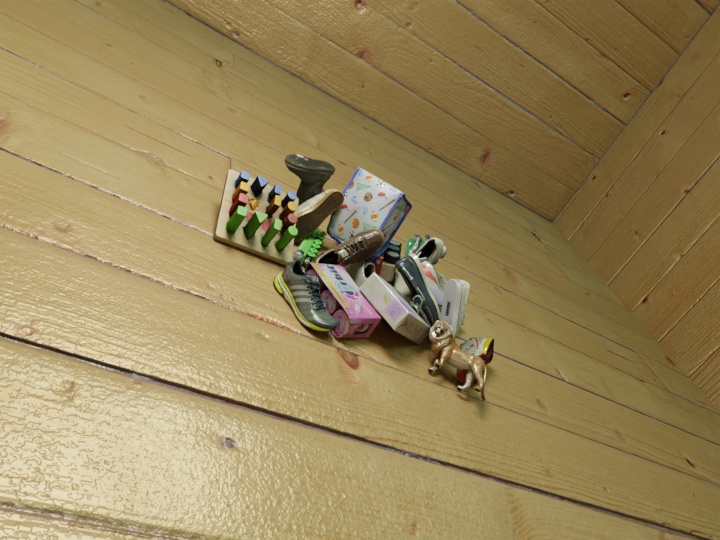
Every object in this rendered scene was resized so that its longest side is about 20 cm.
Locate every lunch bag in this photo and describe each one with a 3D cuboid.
[{"bbox_3d":[0.018,-0.145,1.573,0.168,0.202,0.124,31,-3,27],"label":"lunch bag"}]

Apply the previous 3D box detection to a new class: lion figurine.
[{"bbox_3d":[0.243,0.217,1.413,0.198,0.073,0.123,36,55,5],"label":"lion figurine"}]

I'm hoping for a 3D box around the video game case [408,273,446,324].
[{"bbox_3d":[0.218,0.105,1.611,0.199,0.018,0.145,-31,91,-53],"label":"video game case"}]

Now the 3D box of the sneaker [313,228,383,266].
[{"bbox_3d":[-0.029,-0.042,1.467,0.072,0.197,0.076,62,7,-6],"label":"sneaker"}]

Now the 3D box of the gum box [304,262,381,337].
[{"bbox_3d":[-0.048,0.074,1.367,0.112,0.067,0.201,6,37,-48],"label":"gum box"}]

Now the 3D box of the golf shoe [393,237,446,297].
[{"bbox_3d":[0.153,-0.013,1.600,0.078,0.201,0.097,38,1,22],"label":"golf shoe"}]

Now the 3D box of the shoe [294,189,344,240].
[{"bbox_3d":[-0.131,-0.151,1.542,0.070,0.198,0.053,56,-4,-37],"label":"shoe"}]

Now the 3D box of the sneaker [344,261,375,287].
[{"bbox_3d":[0.000,0.000,1.536,0.075,0.093,0.201,14,31,-38],"label":"sneaker"}]

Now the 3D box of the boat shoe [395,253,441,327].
[{"bbox_3d":[0.148,0.059,1.465,0.204,0.061,0.075,67,-14,-13],"label":"boat shoe"}]

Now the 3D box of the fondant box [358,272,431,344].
[{"bbox_3d":[0.092,0.098,1.439,0.145,0.058,0.199,49,7,28],"label":"fondant box"}]

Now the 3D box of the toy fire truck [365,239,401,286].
[{"bbox_3d":[0.017,-0.054,1.655,0.195,0.132,0.177,13,20,1],"label":"toy fire truck"}]

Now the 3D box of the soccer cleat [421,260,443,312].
[{"bbox_3d":[0.193,0.078,1.547,0.203,0.072,0.068,64,-19,-11],"label":"soccer cleat"}]

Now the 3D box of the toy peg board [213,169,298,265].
[{"bbox_3d":[-0.232,-0.149,1.400,0.197,0.098,0.203,21,55,-26],"label":"toy peg board"}]

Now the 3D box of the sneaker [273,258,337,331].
[{"bbox_3d":[-0.117,0.056,1.292,0.200,0.082,0.073,46,27,23],"label":"sneaker"}]

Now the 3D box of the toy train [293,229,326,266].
[{"bbox_3d":[-0.135,-0.067,1.553,0.055,0.042,0.201,23,25,-1],"label":"toy train"}]

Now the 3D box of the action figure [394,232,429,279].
[{"bbox_3d":[0.149,-0.019,1.697,0.116,0.203,0.055,3,-32,43],"label":"action figure"}]

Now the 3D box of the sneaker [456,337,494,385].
[{"bbox_3d":[0.290,0.237,1.520,0.080,0.080,0.199,8,20,28],"label":"sneaker"}]

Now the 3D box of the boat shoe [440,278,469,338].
[{"bbox_3d":[0.244,0.124,1.500,0.069,0.205,0.070,6,7,-34],"label":"boat shoe"}]

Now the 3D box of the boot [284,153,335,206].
[{"bbox_3d":[-0.165,-0.204,1.563,0.179,0.202,0.073,6,35,-44],"label":"boot"}]
